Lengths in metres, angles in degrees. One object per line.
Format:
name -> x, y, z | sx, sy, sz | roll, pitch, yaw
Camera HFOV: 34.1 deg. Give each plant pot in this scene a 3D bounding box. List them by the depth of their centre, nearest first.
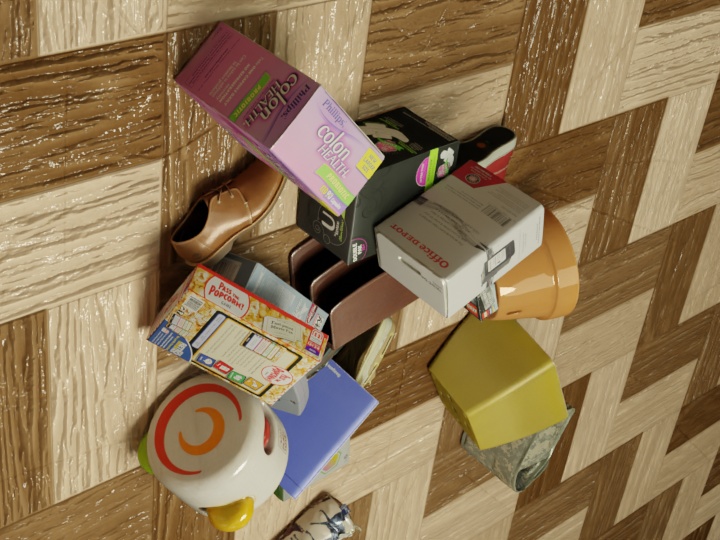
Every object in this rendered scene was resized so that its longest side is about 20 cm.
plant pot -> 0.264, 0.001, 2.018 | 0.139, 0.200, 0.202 | -17, 132, -18
plant pot -> 0.241, 0.205, 2.151 | 0.176, 0.200, 0.201 | -34, 141, -7

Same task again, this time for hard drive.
hard drive -> -0.085, 0.240, 1.855 | 0.200, 0.132, 0.025 | -48, 171, -8

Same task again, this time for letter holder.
letter holder -> 0.000, 0.000, 1.782 | 0.199, 0.100, 0.143 | -30, 136, -30

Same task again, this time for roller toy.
roller toy -> -0.199, 0.255, 1.685 | 0.183, 0.199, 0.140 | -51, 145, -13

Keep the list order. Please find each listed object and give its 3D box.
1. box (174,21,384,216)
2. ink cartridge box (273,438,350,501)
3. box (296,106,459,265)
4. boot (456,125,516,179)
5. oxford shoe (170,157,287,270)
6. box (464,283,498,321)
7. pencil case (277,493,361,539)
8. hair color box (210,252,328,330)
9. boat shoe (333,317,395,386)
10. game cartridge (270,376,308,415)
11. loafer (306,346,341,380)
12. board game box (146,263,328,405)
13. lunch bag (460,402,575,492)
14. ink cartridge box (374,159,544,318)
box -> -0.098, -0.185, 1.439 | 0.097, 0.200, 0.176 | -52, 144, -3
ink cartridge box -> -0.069, 0.290, 1.967 | 0.199, 0.059, 0.105 | -26, 135, -33
box -> 0.024, -0.124, 1.686 | 0.199, 0.124, 0.150 | -22, 134, -36
boot -> 0.171, -0.136, 1.892 | 0.199, 0.072, 0.145 | -26, 137, -38
oxford shoe -> -0.169, -0.091, 1.547 | 0.200, 0.071, 0.071 | -49, 138, -6
box -> 0.128, -0.027, 1.817 | 0.040, 0.200, 0.138 | -35, 140, -18
pencil case -> -0.097, 0.487, 2.069 | 0.200, 0.089, 0.078 | -41, 143, -16
hair color box -> -0.140, 0.040, 1.648 | 0.200, 0.098, 0.061 | 39, 73, -54
boat shoe -> -0.004, 0.159, 1.925 | 0.066, 0.074, 0.201 | 26, 98, -48
game cartridge -> -0.147, 0.134, 1.695 | 0.201, 0.132, 0.042 | 70, 37, -49
loafer -> -0.064, 0.125, 1.832 | 0.200, 0.072, 0.063 | -42, 140, -20
board game box -> -0.165, 0.090, 1.560 | 0.151, 0.199, 0.047 | -43, -157, 47
lunch bag -> 0.300, 0.312, 2.309 | 0.117, 0.164, 0.201 | 7, 114, -48
ink cartridge box -> 0.138, -0.047, 1.651 | 0.199, 0.145, 0.084 | -36, 144, -25
